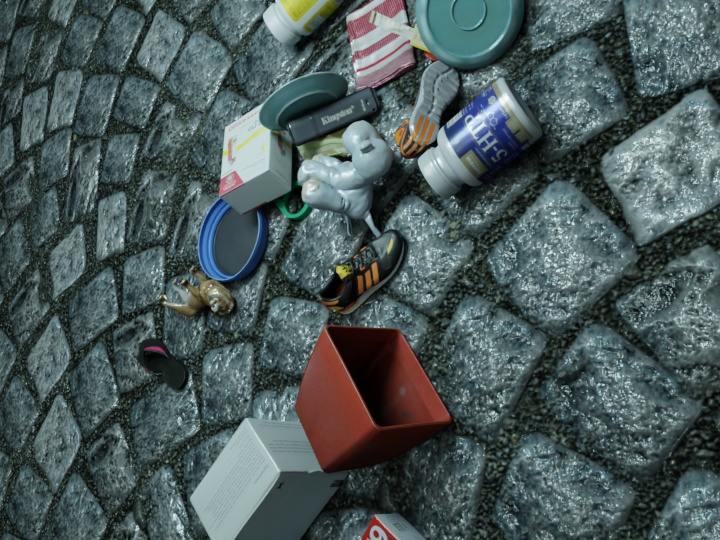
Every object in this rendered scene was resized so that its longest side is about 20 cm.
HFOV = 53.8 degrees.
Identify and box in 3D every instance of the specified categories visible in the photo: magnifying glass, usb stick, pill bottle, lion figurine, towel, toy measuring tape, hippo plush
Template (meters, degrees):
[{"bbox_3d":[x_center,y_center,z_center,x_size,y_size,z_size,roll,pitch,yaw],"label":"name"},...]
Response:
[{"bbox_3d":[-0.176,-0.163,1.552,0.197,0.022,0.082,19,90,37],"label":"magnifying glass"},{"bbox_3d":[-0.055,-0.311,1.431,0.195,0.033,0.057,-23,94,-2],"label":"usb stick"},{"bbox_3d":[0.200,-0.218,1.216,0.199,0.119,0.122,-38,58,23],"label":"pill bottle"},{"bbox_3d":[-0.370,0.064,1.605,0.198,0.122,0.073,-21,32,48],"label":"lion figurine"},{"bbox_3d":[0.039,-0.478,1.468,0.141,0.023,0.206,-21,66,31],"label":"towel"},{"bbox_3d":[-0.115,-0.595,1.556,0.198,0.113,0.116,-37,59,23],"label":"pill bottle"},{"bbox_3d":[0.115,-0.450,1.347,0.196,0.074,0.075,24,92,8],"label":"toy measuring tape"},{"bbox_3d":[-0.019,-0.187,1.326,0.162,0.156,0.203,-55,49,37],"label":"hippo plush"}]

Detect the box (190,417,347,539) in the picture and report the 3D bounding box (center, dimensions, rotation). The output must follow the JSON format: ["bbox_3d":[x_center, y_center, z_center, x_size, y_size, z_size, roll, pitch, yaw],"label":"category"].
[{"bbox_3d":[-0.163,0.390,1.282,0.202,0.197,0.131,-54,53,12],"label":"box"}]

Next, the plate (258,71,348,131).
[{"bbox_3d":[-0.111,-0.331,1.435,0.198,0.198,0.026,-31,75,26],"label":"plate"}]

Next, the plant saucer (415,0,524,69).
[{"bbox_3d":[0.193,-0.463,1.263,0.194,0.028,0.206,5,114,11],"label":"plant saucer"}]

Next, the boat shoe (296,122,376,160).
[{"bbox_3d":[-0.045,-0.255,1.455,0.196,0.064,0.074,-2,34,32],"label":"boat shoe"}]

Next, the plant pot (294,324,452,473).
[{"bbox_3d":[0.002,0.233,1.215,0.177,0.197,0.202,-51,53,28],"label":"plant pot"}]

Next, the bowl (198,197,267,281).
[{"bbox_3d":[-0.286,-0.074,1.598,0.196,0.039,0.207,-11,72,35],"label":"bowl"}]

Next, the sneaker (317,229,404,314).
[{"bbox_3d":[0.000,0.000,1.329,0.201,0.089,0.071,-48,55,18],"label":"sneaker"}]

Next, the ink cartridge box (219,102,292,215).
[{"bbox_3d":[-0.225,-0.246,1.539,0.142,0.083,0.205,-23,52,27],"label":"ink cartridge box"}]

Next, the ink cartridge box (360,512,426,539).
[{"bbox_3d":[0.055,0.536,1.153,0.174,0.083,0.204,32,97,37],"label":"ink cartridge box"}]

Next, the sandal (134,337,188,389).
[{"bbox_3d":[-0.475,0.213,1.663,0.197,0.045,0.077,25,94,39],"label":"sandal"}]

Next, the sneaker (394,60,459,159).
[{"bbox_3d":[0.114,-0.296,1.327,0.203,0.077,0.112,-63,12,-26],"label":"sneaker"}]
